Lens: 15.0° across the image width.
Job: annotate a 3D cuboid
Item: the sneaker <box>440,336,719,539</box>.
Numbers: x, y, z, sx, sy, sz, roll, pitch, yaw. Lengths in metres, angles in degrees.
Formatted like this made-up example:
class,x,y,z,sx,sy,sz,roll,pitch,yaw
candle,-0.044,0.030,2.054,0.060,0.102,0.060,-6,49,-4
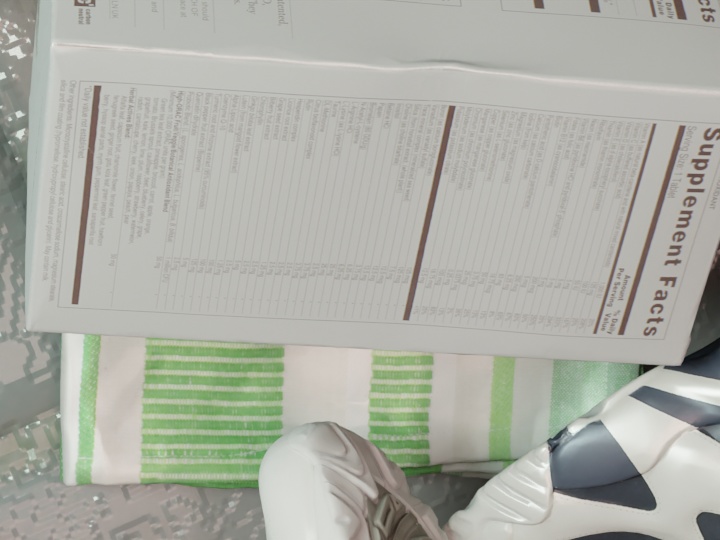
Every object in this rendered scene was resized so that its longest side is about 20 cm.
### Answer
class,x,y,z,sx,sy,sz,roll,pitch,yaw
sneaker,0.124,0.086,0.861,0.199,0.079,0.130,-37,84,13

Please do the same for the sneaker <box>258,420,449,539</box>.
class,x,y,z,sx,sy,sz,roll,pitch,yaw
sneaker,-0.014,0.146,0.856,0.099,0.078,0.200,-7,103,23

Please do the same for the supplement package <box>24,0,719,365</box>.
class,x,y,z,sx,sy,sz,roll,pitch,yaw
supplement package,0.004,-0.051,0.806,0.199,0.110,0.114,4,133,-9

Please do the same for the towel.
class,x,y,z,sx,sy,sz,roll,pitch,yaw
towel,0.000,0.000,0.905,0.199,0.023,0.153,-1,100,-10
